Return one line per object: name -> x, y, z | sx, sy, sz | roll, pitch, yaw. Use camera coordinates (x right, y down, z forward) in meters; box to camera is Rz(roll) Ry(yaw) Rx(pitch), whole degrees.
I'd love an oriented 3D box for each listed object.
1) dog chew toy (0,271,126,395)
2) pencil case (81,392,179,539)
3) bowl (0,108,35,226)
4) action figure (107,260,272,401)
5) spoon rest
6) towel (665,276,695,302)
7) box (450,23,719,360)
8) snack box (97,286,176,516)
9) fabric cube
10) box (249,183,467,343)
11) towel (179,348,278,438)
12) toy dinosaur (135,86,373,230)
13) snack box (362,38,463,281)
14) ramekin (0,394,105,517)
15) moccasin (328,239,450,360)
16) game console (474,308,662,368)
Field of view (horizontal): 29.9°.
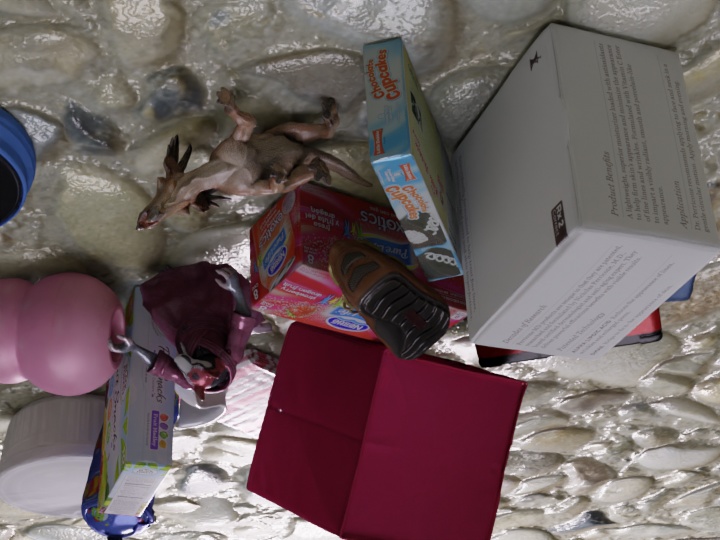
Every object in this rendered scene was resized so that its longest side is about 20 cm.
dog chew toy -> -0.342, 0.062, 1.362 | 0.199, 0.125, 0.125 | 2, 150, 6
pencil case -> -0.257, 0.208, 1.528 | 0.087, 0.201, 0.078 | 28, 133, -21
bowl -> -0.385, -0.090, 1.171 | 0.199, 0.040, 0.201 | -3, 149, -2
action figure -> -0.158, 0.073, 1.313 | 0.133, 0.200, 0.149 | -22, 123, 3
spoon rest -> -0.179, 0.121, 1.498 | 0.060, 0.100, 0.200 | 1, 153, -4
towel -> 0.236, -0.022, 1.329 | 0.199, 0.049, 0.112 | 2, 124, -8
box -> 0.179, -0.060, 1.126 | 0.130, 0.200, 0.200 | 9, 148, -20
snack box -> -0.234, 0.139, 1.417 | 0.053, 0.201, 0.142 | 9, 147, -20
fabric cube -> 0.026, 0.178, 1.441 | 0.195, 0.201, 0.199 | 16, 176, -32
box -> 0.000, 0.000, 1.310 | 0.199, 0.096, 0.100 | 16, 145, -30
towel -> -0.118, 0.153, 1.629 | 0.146, 0.030, 0.200 | -27, 140, 33
toy dinosaur -> -0.094, -0.091, 1.168 | 0.199, 0.086, 0.135 | -3, 165, -35
snack box -> 0.047, -0.089, 1.145 | 0.037, 0.117, 0.200 | -11, 149, 12
ramekin -> -0.348, 0.227, 1.659 | 0.201, 0.095, 0.203 | -3, 149, -2
moccasin -> 0.023, 0.026, 1.207 | 0.074, 0.078, 0.201 | -44, 150, 7
game console -> 0.221, 0.035, 1.474 | 0.199, 0.119, 0.173 | -10, 118, 10
